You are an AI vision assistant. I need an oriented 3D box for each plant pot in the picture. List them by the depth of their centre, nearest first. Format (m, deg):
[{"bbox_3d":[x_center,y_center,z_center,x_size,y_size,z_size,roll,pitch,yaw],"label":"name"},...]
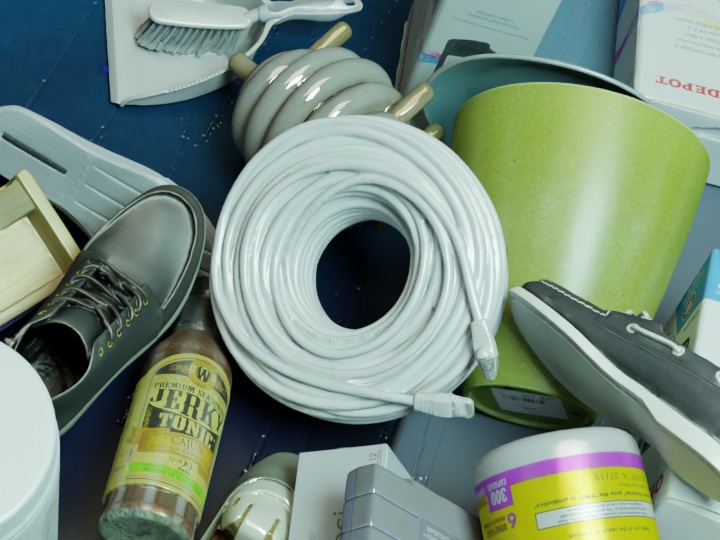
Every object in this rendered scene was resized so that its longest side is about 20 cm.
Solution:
[{"bbox_3d":[0.135,0.002,1.024,0.186,0.187,0.201,16,70,-2],"label":"plant pot"}]

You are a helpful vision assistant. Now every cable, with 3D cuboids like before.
[{"bbox_3d":[0.000,0.000,0.960,0.199,0.069,0.201,-2,83,19],"label":"cable"}]

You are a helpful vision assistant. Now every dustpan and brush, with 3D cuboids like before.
[{"bbox_3d":[-0.099,-0.197,1.160,0.199,0.057,0.140,-1,57,-14],"label":"dustpan and brush"}]

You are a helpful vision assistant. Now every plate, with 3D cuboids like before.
[{"bbox_3d":[0.142,-0.109,1.072,0.199,0.200,0.026,19,69,0],"label":"plate"}]

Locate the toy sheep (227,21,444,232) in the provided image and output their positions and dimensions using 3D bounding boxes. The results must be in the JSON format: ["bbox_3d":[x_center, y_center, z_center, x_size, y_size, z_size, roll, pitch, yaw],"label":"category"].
[{"bbox_3d":[-0.026,-0.105,1.076,0.138,0.138,0.200,-31,53,-29],"label":"toy sheep"}]

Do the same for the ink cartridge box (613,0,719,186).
[{"bbox_3d":[0.289,-0.174,1.220,0.144,0.085,0.201,14,53,-3],"label":"ink cartridge box"}]

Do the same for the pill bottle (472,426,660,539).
[{"bbox_3d":[0.132,0.201,0.857,0.104,0.104,0.201,-4,68,-15],"label":"pill bottle"}]

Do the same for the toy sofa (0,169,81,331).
[{"bbox_3d":[-0.287,0.023,0.966,0.200,0.098,0.083,-36,95,-31],"label":"toy sofa"}]

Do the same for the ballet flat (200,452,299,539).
[{"bbox_3d":[-0.075,0.185,0.904,0.067,0.064,0.200,28,55,7],"label":"ballet flat"}]

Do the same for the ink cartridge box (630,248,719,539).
[{"bbox_3d":[0.233,0.112,0.975,0.083,0.145,0.201,20,54,1],"label":"ink cartridge box"}]

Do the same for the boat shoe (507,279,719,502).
[{"bbox_3d":[0.171,0.059,0.885,0.060,0.074,0.200,-39,48,-14],"label":"boat shoe"}]

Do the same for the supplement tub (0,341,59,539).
[{"bbox_3d":[-0.234,0.135,0.817,0.131,0.200,0.132,6,55,-9],"label":"supplement tub"}]

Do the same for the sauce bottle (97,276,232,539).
[{"bbox_3d":[-0.120,0.090,0.957,0.064,0.065,0.201,12,50,-5],"label":"sauce bottle"}]

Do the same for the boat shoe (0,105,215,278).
[{"bbox_3d":[-0.178,-0.057,1.044,0.200,0.072,0.062,36,11,-1],"label":"boat shoe"}]

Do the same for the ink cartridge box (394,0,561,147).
[{"bbox_3d":[0.092,-0.207,1.127,0.082,0.200,0.146,14,55,-6],"label":"ink cartridge box"}]

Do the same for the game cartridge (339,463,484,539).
[{"bbox_3d":[0.061,0.210,0.878,0.200,0.038,0.130,35,42,-33],"label":"game cartridge"}]

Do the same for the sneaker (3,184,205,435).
[{"bbox_3d":[-0.156,0.021,0.915,0.075,0.106,0.200,34,71,-3],"label":"sneaker"}]

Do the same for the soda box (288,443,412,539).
[{"bbox_3d":[-0.009,0.210,0.888,0.063,0.068,0.201,-9,52,19],"label":"soda box"}]
